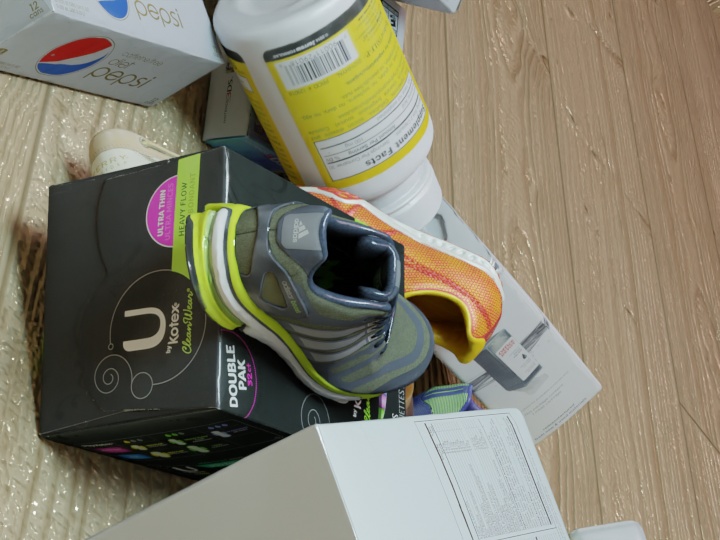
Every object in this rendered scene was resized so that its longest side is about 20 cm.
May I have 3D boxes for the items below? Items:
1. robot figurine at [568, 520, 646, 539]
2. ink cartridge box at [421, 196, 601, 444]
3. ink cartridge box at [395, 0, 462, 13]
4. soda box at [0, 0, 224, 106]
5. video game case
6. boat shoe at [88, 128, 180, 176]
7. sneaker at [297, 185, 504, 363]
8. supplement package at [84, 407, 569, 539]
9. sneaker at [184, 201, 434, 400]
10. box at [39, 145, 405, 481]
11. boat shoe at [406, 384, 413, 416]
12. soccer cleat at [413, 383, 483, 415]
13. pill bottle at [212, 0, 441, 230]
[{"bbox_3d":[0.211,0.299,1.416,0.170,0.112,0.201,102,-23,-57],"label":"robot figurine"},{"bbox_3d":[0.084,0.029,1.399,0.200,0.085,0.146,48,3,-47],"label":"ink cartridge box"},{"bbox_3d":[-0.041,-0.272,1.408,0.200,0.199,0.041,28,82,-55],"label":"ink cartridge box"},{"bbox_3d":[-0.169,-0.157,1.138,0.200,0.068,0.064,5,61,-64],"label":"soda box"},{"bbox_3d":[-0.038,-0.151,1.375,0.200,0.045,0.182,29,61,-54],"label":"video game case"},{"bbox_3d":[-0.102,-0.034,1.154,0.200,0.072,0.065,29,34,-55],"label":"boat shoe"},{"bbox_3d":[0.000,0.000,1.232,0.073,0.199,0.077,100,12,-48],"label":"sneaker"},{"bbox_3d":[-0.014,0.175,0.940,0.200,0.191,0.148,3,63,-58],"label":"supplement package"},{"bbox_3d":[-0.007,0.018,0.945,0.200,0.081,0.074,30,57,-55],"label":"sneaker"},{"bbox_3d":[-0.072,0.036,1.034,0.200,0.124,0.149,27,58,-55],"label":"box"},{"bbox_3d":[-0.008,0.053,1.279,0.201,0.070,0.071,-102,-168,-48],"label":"boat shoe"},{"bbox_3d":[0.103,0.165,1.369,0.200,0.083,0.065,52,26,-26],"label":"soccer cleat"},{"bbox_3d":[-0.015,-0.115,1.260,0.112,0.111,0.201,-84,154,-52],"label":"pill bottle"}]
